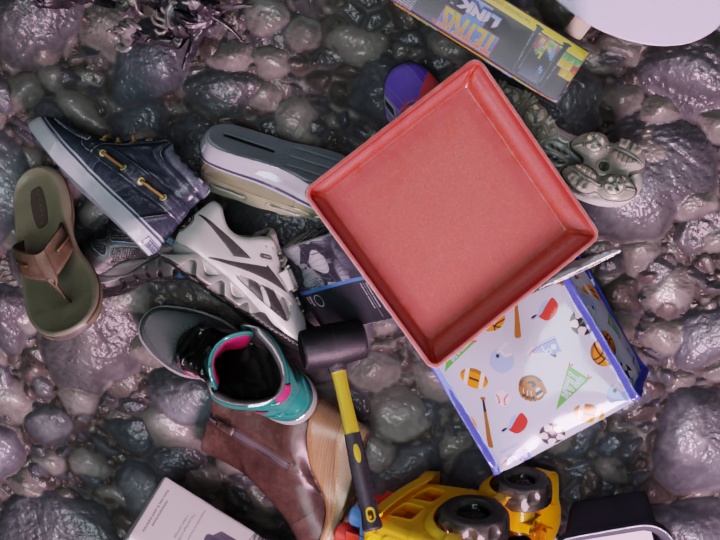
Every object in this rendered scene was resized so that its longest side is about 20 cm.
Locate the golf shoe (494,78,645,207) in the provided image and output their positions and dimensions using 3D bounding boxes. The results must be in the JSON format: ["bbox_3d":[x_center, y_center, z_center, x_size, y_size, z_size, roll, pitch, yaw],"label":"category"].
[{"bbox_3d":[0.167,-0.109,1.513,0.200,0.097,0.078,29,80,12],"label":"golf shoe"}]

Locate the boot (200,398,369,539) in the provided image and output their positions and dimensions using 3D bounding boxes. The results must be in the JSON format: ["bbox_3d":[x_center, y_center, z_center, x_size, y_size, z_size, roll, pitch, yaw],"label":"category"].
[{"bbox_3d":[-0.086,0.212,1.663,0.166,0.072,0.201,19,109,14],"label":"boot"}]

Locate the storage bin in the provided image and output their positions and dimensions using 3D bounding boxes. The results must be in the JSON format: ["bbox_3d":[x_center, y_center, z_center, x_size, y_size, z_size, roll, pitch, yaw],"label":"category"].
[{"bbox_3d":[0.271,0.317,1.598,0.145,0.134,0.201,-12,105,11],"label":"storage bin"}]

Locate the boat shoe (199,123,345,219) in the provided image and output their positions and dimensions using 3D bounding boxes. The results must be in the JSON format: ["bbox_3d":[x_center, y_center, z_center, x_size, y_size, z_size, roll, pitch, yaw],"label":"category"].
[{"bbox_3d":[-0.063,-0.083,1.570,0.200,0.072,0.062,22,133,4],"label":"boat shoe"}]

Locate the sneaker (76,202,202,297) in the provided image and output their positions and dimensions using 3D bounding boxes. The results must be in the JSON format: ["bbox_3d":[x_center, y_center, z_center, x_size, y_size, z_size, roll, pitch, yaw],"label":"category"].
[{"bbox_3d":[-0.242,-0.020,1.613,0.199,0.073,0.082,-11,82,9],"label":"sneaker"}]

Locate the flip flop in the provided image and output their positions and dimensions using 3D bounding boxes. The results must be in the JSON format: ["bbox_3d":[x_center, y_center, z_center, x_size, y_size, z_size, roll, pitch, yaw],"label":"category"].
[{"bbox_3d":[-0.305,-0.021,1.564,0.081,0.058,0.200,-22,63,12],"label":"flip flop"}]

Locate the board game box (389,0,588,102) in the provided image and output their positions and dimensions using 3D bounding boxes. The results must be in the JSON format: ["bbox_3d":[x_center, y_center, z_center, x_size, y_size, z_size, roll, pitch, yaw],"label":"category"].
[{"bbox_3d":[0.099,-0.226,1.444,0.200,0.165,0.057,32,97,-2],"label":"board game box"}]

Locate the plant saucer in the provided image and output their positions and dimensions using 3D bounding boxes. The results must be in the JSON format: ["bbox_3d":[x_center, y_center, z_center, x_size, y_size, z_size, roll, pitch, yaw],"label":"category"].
[{"bbox_3d":[0.080,-0.050,1.435,0.199,0.037,0.200,-38,101,-9],"label":"plant saucer"}]

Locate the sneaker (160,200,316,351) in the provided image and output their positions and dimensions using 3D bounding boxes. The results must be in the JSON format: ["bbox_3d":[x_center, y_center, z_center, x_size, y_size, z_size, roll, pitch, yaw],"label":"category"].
[{"bbox_3d":[-0.090,0.009,1.560,0.200,0.074,0.089,40,77,-26],"label":"sneaker"}]

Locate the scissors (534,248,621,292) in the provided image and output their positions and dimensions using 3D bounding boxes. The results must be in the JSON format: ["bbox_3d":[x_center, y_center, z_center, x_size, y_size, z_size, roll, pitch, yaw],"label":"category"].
[{"bbox_3d":[0.145,0.024,1.483,0.199,0.014,0.073,-7,81,20],"label":"scissors"}]

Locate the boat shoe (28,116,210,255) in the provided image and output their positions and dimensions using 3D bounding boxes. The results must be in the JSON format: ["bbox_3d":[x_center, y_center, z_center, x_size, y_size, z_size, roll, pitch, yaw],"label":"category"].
[{"bbox_3d":[-0.233,-0.104,1.563,0.091,0.071,0.200,-44,64,-8],"label":"boat shoe"}]

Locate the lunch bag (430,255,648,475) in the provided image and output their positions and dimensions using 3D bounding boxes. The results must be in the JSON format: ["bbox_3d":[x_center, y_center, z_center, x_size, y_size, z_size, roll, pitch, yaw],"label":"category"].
[{"bbox_3d":[0.154,0.061,1.544,0.170,0.124,0.200,-32,94,17],"label":"lunch bag"}]

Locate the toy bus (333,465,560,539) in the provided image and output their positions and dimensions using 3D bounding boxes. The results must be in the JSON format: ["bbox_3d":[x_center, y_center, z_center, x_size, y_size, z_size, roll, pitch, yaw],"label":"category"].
[{"bbox_3d":[0.080,0.262,1.604,0.192,0.200,0.136,15,116,33],"label":"toy bus"}]

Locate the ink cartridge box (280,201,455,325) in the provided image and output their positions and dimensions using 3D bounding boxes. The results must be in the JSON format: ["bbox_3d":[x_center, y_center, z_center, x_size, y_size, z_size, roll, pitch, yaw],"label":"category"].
[{"bbox_3d":[0.000,0.000,1.527,0.100,0.039,0.200,58,149,-9],"label":"ink cartridge box"}]

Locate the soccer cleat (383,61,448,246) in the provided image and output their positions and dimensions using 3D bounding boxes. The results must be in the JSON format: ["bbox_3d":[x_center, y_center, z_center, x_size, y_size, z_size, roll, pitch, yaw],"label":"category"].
[{"bbox_3d":[0.061,-0.106,1.507,0.068,0.073,0.201,-15,78,14],"label":"soccer cleat"}]

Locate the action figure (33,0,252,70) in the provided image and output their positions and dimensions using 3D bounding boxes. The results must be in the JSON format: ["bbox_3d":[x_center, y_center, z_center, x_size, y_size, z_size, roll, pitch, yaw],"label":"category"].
[{"bbox_3d":[-0.207,-0.259,1.513,0.199,0.102,0.119,14,96,5],"label":"action figure"}]

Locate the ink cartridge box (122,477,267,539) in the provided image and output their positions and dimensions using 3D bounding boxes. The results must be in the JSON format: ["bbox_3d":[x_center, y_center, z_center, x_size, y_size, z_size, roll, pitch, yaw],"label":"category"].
[{"bbox_3d":[-0.153,0.320,1.651,0.200,0.084,0.145,32,143,-3],"label":"ink cartridge box"}]

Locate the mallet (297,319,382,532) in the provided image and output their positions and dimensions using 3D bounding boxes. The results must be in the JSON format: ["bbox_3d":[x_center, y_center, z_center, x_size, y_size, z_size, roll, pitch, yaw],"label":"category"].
[{"bbox_3d":[0.000,0.144,1.527,0.066,0.041,0.201,-19,88,-10],"label":"mallet"}]

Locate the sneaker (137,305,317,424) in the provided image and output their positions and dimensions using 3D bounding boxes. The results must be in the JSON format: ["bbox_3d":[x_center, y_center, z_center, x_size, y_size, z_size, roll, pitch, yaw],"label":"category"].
[{"bbox_3d":[-0.141,0.084,1.573,0.200,0.121,0.084,25,80,13],"label":"sneaker"}]

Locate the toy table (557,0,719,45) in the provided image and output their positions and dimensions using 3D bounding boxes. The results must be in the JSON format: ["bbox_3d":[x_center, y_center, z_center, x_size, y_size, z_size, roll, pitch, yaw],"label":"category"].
[{"bbox_3d":[0.235,-0.285,1.437,0.200,0.117,0.184,41,107,-6],"label":"toy table"}]
